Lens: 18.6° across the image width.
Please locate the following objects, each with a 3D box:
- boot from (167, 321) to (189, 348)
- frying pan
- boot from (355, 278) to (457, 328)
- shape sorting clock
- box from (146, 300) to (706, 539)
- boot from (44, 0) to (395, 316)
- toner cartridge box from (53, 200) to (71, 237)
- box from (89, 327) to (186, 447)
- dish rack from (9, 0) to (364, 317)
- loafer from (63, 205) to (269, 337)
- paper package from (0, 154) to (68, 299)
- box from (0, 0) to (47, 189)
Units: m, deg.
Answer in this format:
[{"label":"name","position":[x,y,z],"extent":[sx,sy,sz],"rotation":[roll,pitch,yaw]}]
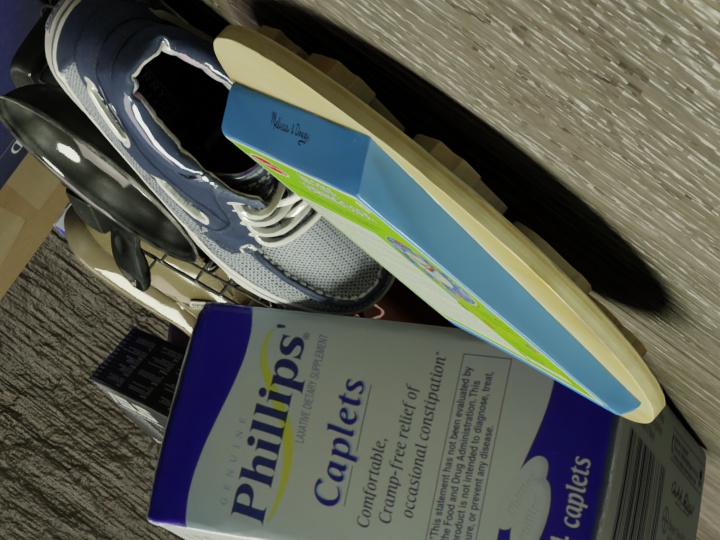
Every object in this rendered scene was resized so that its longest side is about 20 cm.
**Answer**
[{"label":"boot","position":[-0.045,0.080,1.340],"extent":[0.200,0.064,0.186],"rotation":[28,-178,6]},{"label":"frying pan","position":[-0.100,-0.026,0.999],"extent":[0.115,0.031,0.190],"rotation":[29,166,35]},{"label":"boot","position":[0.000,0.000,1.155],"extent":[0.200,0.068,0.188],"rotation":[47,178,-30]},{"label":"shape sorting clock","position":[0.027,-0.017,0.759],"extent":[0.200,0.039,0.200],"rotation":[37,177,3]},{"label":"box","position":[0.037,0.096,0.985],"extent":[0.200,0.105,0.184],"rotation":[5,163,21]},{"label":"boot","position":[-0.043,-0.034,0.888],"extent":[0.200,0.073,0.090],"rotation":[40,180,-32]},{"label":"toner cartridge box","position":[-0.141,-0.047,1.366],"extent":[0.043,0.095,0.200],"rotation":[36,175,-2]},{"label":"box","position":[-0.052,0.115,1.257],"extent":[0.160,0.044,0.200],"rotation":[47,164,-29]},{"label":"dish rack","position":[-0.075,-0.038,1.055],"extent":[0.200,0.055,0.154],"rotation":[29,158,26]},{"label":"loafer","position":[-0.072,0.007,1.245],"extent":[0.200,0.067,0.076],"rotation":[30,-150,-23]},{"label":"paper package","position":[-0.300,-0.075,1.597],"extent":[0.103,0.200,0.191],"rotation":[39,174,-38]},{"label":"box","position":[-0.254,-0.119,1.159],"extent":[0.104,0.148,0.200],"rotation":[33,176,28]}]
